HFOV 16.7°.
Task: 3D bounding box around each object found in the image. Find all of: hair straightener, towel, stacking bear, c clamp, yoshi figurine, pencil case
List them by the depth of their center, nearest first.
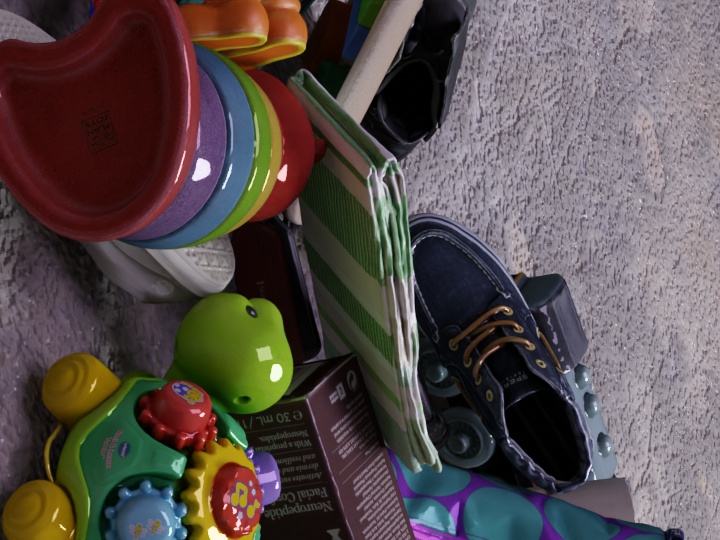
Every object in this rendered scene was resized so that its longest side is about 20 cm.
[{"bbox_3d":[-0.088,-0.067,1.257,0.200,0.121,0.114,2,69,-66],"label":"stacking bear"},{"bbox_3d":[-0.091,-0.215,1.355,0.111,0.112,0.201,-2,83,-26],"label":"yoshi figurine"},{"bbox_3d":[0.000,0.000,1.389,0.153,0.023,0.201,-132,-152,-57],"label":"towel"},{"bbox_3d":[-0.063,-0.039,1.488,0.077,0.041,0.201,-20,93,-72],"label":"hair straightener"},{"bbox_3d":[0.095,0.176,1.531,0.092,0.199,0.086,-106,-148,-83],"label":"pencil case"},{"bbox_3d":[0.019,0.046,1.532,0.200,0.027,0.171,66,3,-56],"label":"c clamp"}]

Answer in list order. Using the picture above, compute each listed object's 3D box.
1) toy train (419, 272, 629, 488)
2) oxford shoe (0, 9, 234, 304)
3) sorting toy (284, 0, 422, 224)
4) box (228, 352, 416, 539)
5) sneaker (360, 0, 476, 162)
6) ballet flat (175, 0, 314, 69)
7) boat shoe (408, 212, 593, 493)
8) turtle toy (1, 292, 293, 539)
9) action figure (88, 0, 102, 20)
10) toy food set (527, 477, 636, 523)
[{"bbox_3d":[0.109,0.094,1.661,0.085,0.113,0.201,-44,119,-56],"label":"toy train"},{"bbox_3d":[-0.148,-0.054,1.312,0.200,0.058,0.075,49,33,-22],"label":"oxford shoe"},{"bbox_3d":[0.000,-0.151,1.492,0.036,0.186,0.200,22,36,-8],"label":"sorting toy"},{"bbox_3d":[-0.028,0.157,1.410,0.075,0.100,0.201,-41,115,-58],"label":"box"},{"bbox_3d":[0.026,-0.112,1.539,0.060,0.200,0.105,22,45,-4],"label":"sneaker"},{"bbox_3d":[-0.073,-0.156,1.458,0.068,0.070,0.200,59,42,-13],"label":"ballet flat"},{"bbox_3d":[0.087,0.050,1.550,0.201,0.071,0.091,56,1,-2],"label":"boat shoe"},{"bbox_3d":[-0.096,0.102,1.291,0.146,0.101,0.201,47,48,-44],"label":"turtle toy"},{"bbox_3d":[-0.141,-0.175,1.344,0.065,0.051,0.201,35,35,-58],"label":"action figure"},{"bbox_3d":[0.115,0.242,1.608,0.060,0.143,0.201,102,-19,-83],"label":"toy food set"}]
